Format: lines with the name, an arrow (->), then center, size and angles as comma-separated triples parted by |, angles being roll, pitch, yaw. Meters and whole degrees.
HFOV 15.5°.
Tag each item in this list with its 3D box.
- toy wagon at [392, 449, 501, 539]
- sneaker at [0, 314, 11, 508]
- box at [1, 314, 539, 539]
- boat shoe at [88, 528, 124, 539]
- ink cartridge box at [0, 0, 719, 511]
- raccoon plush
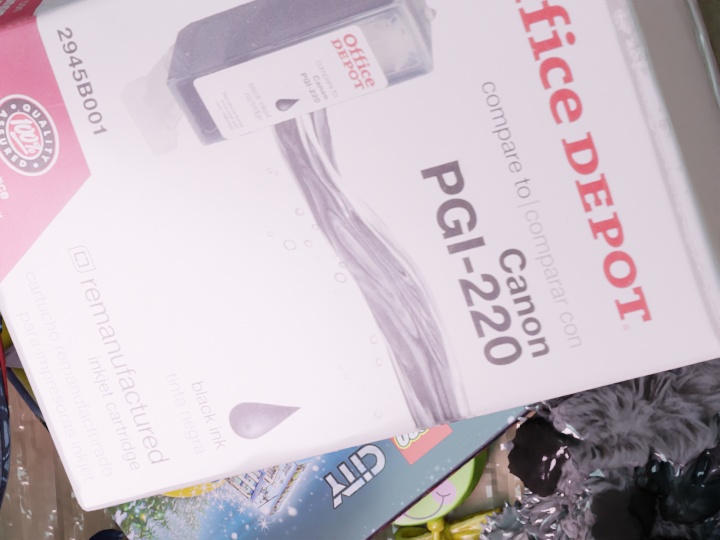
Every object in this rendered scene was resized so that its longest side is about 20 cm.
toy wagon -> 0.000, 0.000, 0.853 | 0.155, 0.040, 0.200 | -17, 91, 19
sneaker -> -0.129, 0.008, 0.765 | 0.079, 0.096, 0.200 | -11, 117, -11
box -> -0.009, 0.005, 0.816 | 0.200, 0.038, 0.137 | -40, 84, 18
boat shoe -> -0.076, 0.181, 0.883 | 0.075, 0.093, 0.200 | 20, 135, 39
ink cartridge box -> -0.003, -0.031, 0.732 | 0.200, 0.085, 0.146 | -16, 106, 17
raccoon plush -> 0.116, 0.064, 0.820 | 0.200, 0.134, 0.097 | -31, 78, -17
